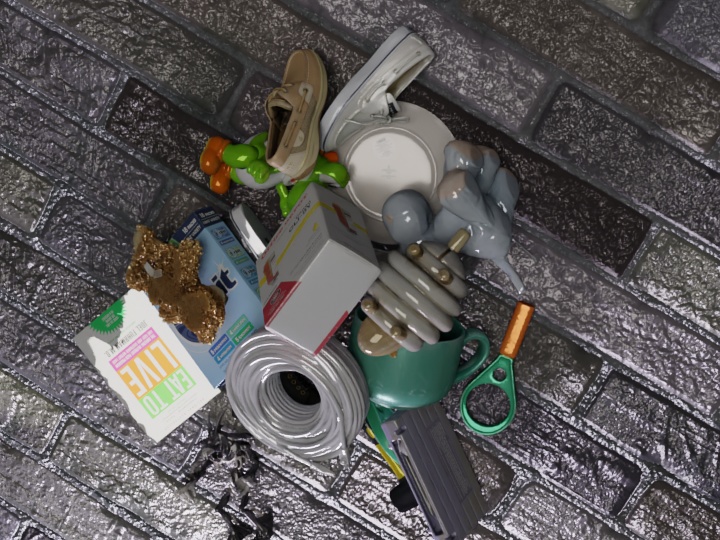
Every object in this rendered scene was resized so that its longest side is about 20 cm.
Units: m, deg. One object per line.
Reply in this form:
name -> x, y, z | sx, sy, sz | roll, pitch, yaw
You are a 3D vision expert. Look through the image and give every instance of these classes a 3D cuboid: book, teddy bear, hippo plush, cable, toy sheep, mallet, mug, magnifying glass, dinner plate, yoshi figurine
book -> -0.311, 0.136, 1.819 | 0.134, 0.048, 0.200 | -39, 89, 12
teddy bear -> -0.251, 0.016, 1.695 | 0.200, 0.067, 0.145 | 18, 110, 37
hippo plush -> 0.122, -0.068, 1.647 | 0.161, 0.159, 0.200 | -21, 113, 33
cable -> -0.083, 0.159, 1.643 | 0.200, 0.069, 0.200 | 21, 123, 16
toy sheep -> 0.070, 0.028, 1.543 | 0.138, 0.138, 0.200 | 44, 92, 1
mallet -> 0.024, 0.261, 1.775 | 0.066, 0.041, 0.200 | -44, 85, 18
mug -> 0.073, 0.124, 1.675 | 0.185, 0.152, 0.115 | 15, 108, 12
magnifying glass -> 0.198, 0.138, 1.720 | 0.079, 0.022, 0.200 | 21, 103, 8
magnifying glass -> 0.018, 0.189, 1.739 | 0.022, 0.080, 0.200 | -40, 80, 19
dinner plate -> 0.043, -0.134, 1.701 | 0.200, 0.024, 0.201 | 2, 100, 11
yoshi figurine -> -0.118, -0.119, 1.693 | 0.200, 0.112, 0.112 | 8, 115, 13

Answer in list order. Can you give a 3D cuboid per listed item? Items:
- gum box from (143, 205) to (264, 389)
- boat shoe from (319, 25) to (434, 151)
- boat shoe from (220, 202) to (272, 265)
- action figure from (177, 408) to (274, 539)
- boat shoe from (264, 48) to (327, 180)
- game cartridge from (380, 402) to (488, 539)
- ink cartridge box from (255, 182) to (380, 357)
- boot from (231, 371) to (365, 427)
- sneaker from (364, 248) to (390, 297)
gum box -> -0.207, 0.039, 1.732 | 0.200, 0.045, 0.170 | 52, 126, 9
boat shoe -> 0.028, -0.225, 1.653 | 0.086, 0.075, 0.202 | 42, 93, 13
boat shoe -> -0.140, 0.004, 1.740 | 0.068, 0.072, 0.200 | -34, 89, 15
action figure -> -0.195, 0.308, 1.794 | 0.119, 0.102, 0.200 | -14, 99, 28
boat shoe -> -0.090, -0.220, 1.640 | 0.071, 0.064, 0.200 | -30, 49, 42
game cartridge -> 0.105, 0.275, 1.710 | 0.038, 0.130, 0.200 | -22, 95, 29
ink cartridge box -> -0.060, -0.006, 1.582 | 0.083, 0.200, 0.145 | 31, 107, -20
boot -> -0.088, 0.156, 1.753 | 0.200, 0.077, 0.139 | 7, 97, 15
sneaker -> 0.000, 0.000, 1.703 | 0.200, 0.082, 0.075 | 1, 101, 12
